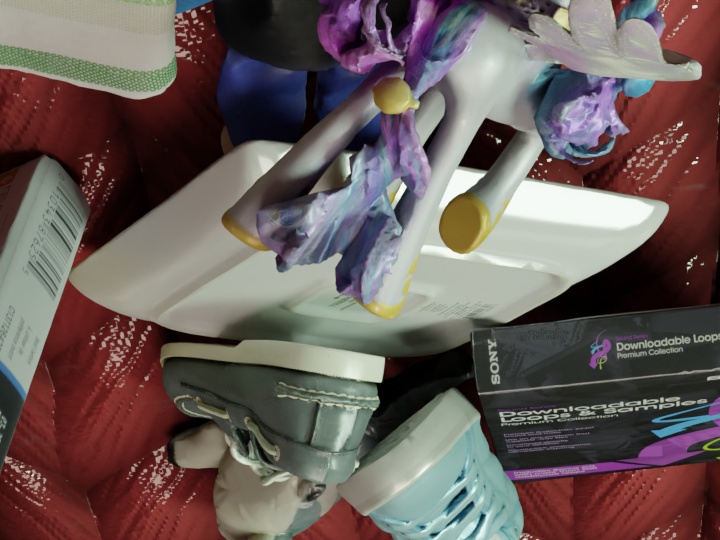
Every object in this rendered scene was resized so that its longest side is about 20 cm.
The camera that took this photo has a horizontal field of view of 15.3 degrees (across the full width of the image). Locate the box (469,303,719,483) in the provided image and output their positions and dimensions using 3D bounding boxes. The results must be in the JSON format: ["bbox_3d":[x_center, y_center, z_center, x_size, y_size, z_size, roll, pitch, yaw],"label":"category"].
[{"bbox_3d":[0.130,0.059,1.261,0.143,0.036,0.200,-7,162,5],"label":"box"}]

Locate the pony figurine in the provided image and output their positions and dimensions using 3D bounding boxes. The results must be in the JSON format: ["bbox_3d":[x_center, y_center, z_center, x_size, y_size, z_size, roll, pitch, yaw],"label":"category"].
[{"bbox_3d":[0.038,-0.081,0.944,0.200,0.167,0.193,-54,165,16],"label":"pony figurine"}]

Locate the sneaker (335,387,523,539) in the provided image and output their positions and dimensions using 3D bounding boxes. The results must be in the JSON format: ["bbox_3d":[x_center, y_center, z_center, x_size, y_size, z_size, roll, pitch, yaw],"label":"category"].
[{"bbox_3d":[0.045,0.109,1.237,0.074,0.082,0.200,-43,169,1],"label":"sneaker"}]

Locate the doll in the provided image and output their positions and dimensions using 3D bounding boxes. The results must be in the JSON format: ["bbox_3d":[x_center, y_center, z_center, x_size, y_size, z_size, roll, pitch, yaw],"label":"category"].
[{"bbox_3d":[-0.025,-0.100,1.033,0.136,0.048,0.200,-1,147,-4],"label":"doll"}]

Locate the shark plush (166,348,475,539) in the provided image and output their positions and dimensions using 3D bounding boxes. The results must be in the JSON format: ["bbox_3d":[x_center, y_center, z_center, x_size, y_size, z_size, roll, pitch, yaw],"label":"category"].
[{"bbox_3d":[-0.016,0.080,1.324,0.083,0.091,0.200,-6,144,-44],"label":"shark plush"}]

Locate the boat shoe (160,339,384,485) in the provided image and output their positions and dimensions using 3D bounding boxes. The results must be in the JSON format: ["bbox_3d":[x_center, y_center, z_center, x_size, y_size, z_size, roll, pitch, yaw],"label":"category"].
[{"bbox_3d":[-0.047,0.065,1.213,0.073,0.062,0.200,9,174,-21],"label":"boat shoe"}]

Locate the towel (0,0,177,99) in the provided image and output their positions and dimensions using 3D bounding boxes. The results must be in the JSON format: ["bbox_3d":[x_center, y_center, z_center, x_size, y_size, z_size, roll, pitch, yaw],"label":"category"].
[{"bbox_3d":[-0.134,-0.144,0.944,0.149,0.031,0.200,12,144,4],"label":"towel"}]

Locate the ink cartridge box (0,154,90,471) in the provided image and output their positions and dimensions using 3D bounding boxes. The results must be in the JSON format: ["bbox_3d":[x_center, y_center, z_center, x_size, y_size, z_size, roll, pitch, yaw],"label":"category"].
[{"bbox_3d":[-0.221,0.056,1.121,0.200,0.198,0.047,-23,123,27],"label":"ink cartridge box"}]

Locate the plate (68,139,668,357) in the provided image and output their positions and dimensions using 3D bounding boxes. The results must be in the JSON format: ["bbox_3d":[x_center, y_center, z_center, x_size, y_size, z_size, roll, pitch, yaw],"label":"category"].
[{"bbox_3d":[0.000,0.000,1.152,0.200,0.032,0.200,7,160,-26],"label":"plate"}]
